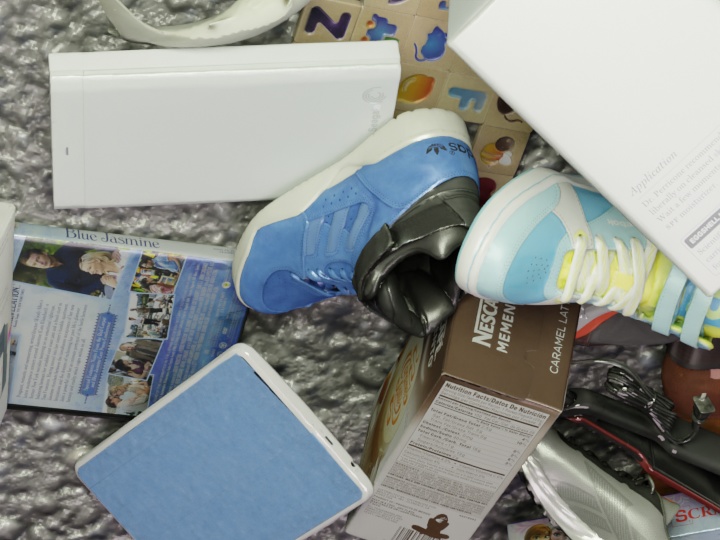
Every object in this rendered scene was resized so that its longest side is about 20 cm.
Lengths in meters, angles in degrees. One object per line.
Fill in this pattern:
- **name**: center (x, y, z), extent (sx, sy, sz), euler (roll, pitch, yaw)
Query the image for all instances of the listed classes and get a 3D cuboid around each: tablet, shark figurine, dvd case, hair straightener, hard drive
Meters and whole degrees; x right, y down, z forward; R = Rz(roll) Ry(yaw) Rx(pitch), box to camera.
- **tablet**: center (-0.092, 0.135, 1.479), extent (0.130, 0.014, 0.200), euler (49, 131, -6)
- **shark figurine**: center (-0.043, -0.177, 1.282), extent (0.128, 0.090, 0.214), euler (44, 104, 1)
- **dvd case**: center (-0.175, 0.036, 1.454), extent (0.200, 0.018, 0.143), euler (7, 126, -17)
- **hair straightener**: center (0.198, 0.093, 1.506), extent (0.200, 0.041, 0.077), euler (33, 126, -23)
- **hard drive**: center (-0.082, -0.085, 1.341), extent (0.200, 0.026, 0.132), euler (-3, 148, -8)

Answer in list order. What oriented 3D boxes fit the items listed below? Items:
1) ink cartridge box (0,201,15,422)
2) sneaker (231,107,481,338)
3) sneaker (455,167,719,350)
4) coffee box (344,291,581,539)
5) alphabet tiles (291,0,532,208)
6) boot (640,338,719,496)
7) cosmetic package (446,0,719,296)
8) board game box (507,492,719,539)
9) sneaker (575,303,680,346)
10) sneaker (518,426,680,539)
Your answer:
- **ink cartridge box**: center (-0.278, 0.049, 1.394), extent (0.117, 0.067, 0.200), euler (10, 124, 1)
- **sneaker**: center (-0.001, 0.000, 1.361), extent (0.077, 0.111, 0.200), euler (19, 137, -41)
- **sneaker**: center (0.152, -0.001, 1.303), extent (0.200, 0.131, 0.080), euler (-13, 128, -52)
- **coffee box**: center (0.064, 0.085, 1.435), extent (0.080, 0.114, 0.200), euler (19, 141, -8)
- **alphabet tiles**: center (0.038, -0.125, 1.378), extent (0.167, 0.008, 0.200), euler (9, 125, -17)
- **boot**: center (0.291, 0.110, 1.570), extent (0.188, 0.069, 0.200), euler (-2, 128, -9)
- **cosmetic package**: center (0.156, -0.120, 1.242), extent (0.123, 0.199, 0.200), euler (-43, 102, 16)
- **board game box**: center (0.222, 0.239, 1.645), extent (0.200, 0.041, 0.200), euler (-11, 135, 7)
- **sneaker**: center (0.194, 0.010, 1.445), extent (0.200, 0.077, 0.082), euler (-8, 158, 44)
- **sneaker**: center (0.163, 0.154, 1.537), extent (0.079, 0.074, 0.200), euler (-37, 86, 4)
